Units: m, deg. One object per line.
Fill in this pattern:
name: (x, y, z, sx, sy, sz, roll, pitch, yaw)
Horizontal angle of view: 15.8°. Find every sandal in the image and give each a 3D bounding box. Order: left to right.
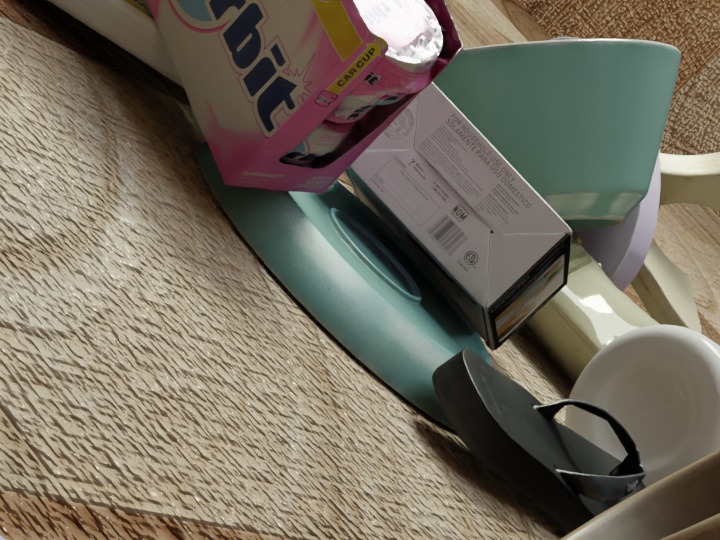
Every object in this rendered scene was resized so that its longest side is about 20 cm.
sandal: (0.103, 0.090, 1.248, 0.200, 0.043, 0.076, 35, 24, -55)

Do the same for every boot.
boot: (0.162, 0.046, 1.619, 0.155, 0.072, 0.200, 45, 10, 16)

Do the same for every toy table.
toy table: (0.173, -0.050, 1.744, 0.117, 0.183, 0.201, 27, 55, -41)

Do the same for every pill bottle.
pill bottle: (0.200, 0.106, 1.431, 0.200, 0.104, 0.104, 31, 17, -52)

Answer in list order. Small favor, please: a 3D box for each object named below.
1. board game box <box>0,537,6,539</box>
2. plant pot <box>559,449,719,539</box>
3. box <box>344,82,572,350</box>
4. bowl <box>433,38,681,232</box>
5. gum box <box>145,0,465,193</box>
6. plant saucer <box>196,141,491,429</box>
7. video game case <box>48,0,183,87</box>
board game box: (-0.074, 0.109, 0.527, 0.200, 0.045, 0.135, 34, 16, -48)
plant pot: (0.186, 0.156, 1.025, 0.175, 0.200, 0.200, 62, 11, 0)
box: (0.052, -0.027, 1.376, 0.117, 0.060, 0.200, 47, -3, 9)
bowl: (0.105, -0.077, 1.620, 0.201, 0.200, 0.106, 7, 77, -73)
gum box: (-0.040, -0.142, 1.220, 0.066, 0.113, 0.201, 3, 54, -44)
plant saucer: (0.000, 0.000, 1.283, 0.200, 0.027, 0.200, 44, 10, -10)
video game case: (-0.125, -0.150, 1.315, 0.200, 0.023, 0.182, 33, 14, -22)
